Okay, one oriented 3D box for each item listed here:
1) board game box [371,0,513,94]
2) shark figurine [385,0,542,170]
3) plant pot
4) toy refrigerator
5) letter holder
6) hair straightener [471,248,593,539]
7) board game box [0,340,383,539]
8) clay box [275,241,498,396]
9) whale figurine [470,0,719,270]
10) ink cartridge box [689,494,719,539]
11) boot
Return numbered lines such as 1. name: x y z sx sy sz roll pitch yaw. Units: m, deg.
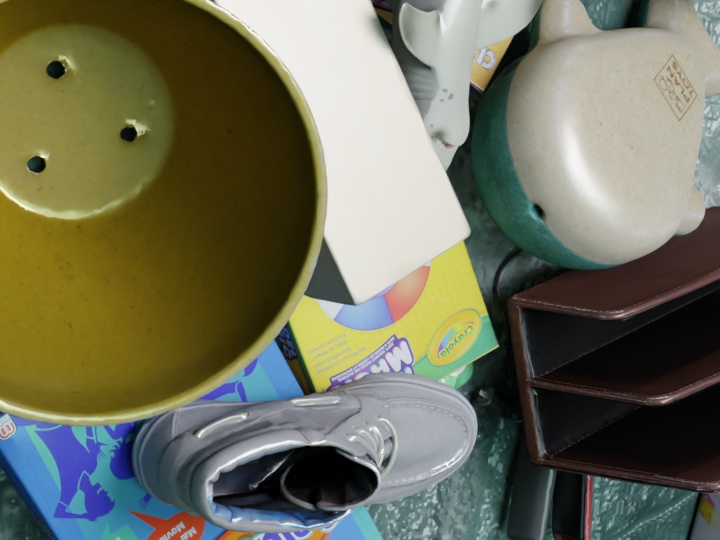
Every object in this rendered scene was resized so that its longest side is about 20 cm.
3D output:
1. board game box: 0.019 -0.203 0.929 0.200 0.035 0.136 33 83 -30
2. shark figurine: 0.047 -0.169 0.887 0.128 0.089 0.215 29 88 -58
3. plant pot: -0.125 -0.050 0.801 0.199 0.142 0.201 -4 111 -12
4. toy refrigerator: -0.028 -0.090 0.858 0.076 0.070 0.201 -32 108 -22
5. letter holder: 0.205 0.040 0.994 0.199 0.142 0.101 -22 109 -39
6. hair straightener: 0.106 0.068 1.028 0.077 0.041 0.202 2 99 -30
7. board game box: -0.092 0.110 0.921 0.152 0.045 0.201 -37 116 -19
8. clay box: 0.000 0.000 0.950 0.114 0.048 0.201 -29 111 -21
9. whale figurine: 0.137 -0.084 0.997 0.159 0.103 0.200 54 49 -15
10. ink cartridge box: 0.283 0.169 1.088 0.085 0.147 0.201 11 95 -29
11. boot: -0.009 0.099 0.884 0.199 0.095 0.074 -5 103 -29
